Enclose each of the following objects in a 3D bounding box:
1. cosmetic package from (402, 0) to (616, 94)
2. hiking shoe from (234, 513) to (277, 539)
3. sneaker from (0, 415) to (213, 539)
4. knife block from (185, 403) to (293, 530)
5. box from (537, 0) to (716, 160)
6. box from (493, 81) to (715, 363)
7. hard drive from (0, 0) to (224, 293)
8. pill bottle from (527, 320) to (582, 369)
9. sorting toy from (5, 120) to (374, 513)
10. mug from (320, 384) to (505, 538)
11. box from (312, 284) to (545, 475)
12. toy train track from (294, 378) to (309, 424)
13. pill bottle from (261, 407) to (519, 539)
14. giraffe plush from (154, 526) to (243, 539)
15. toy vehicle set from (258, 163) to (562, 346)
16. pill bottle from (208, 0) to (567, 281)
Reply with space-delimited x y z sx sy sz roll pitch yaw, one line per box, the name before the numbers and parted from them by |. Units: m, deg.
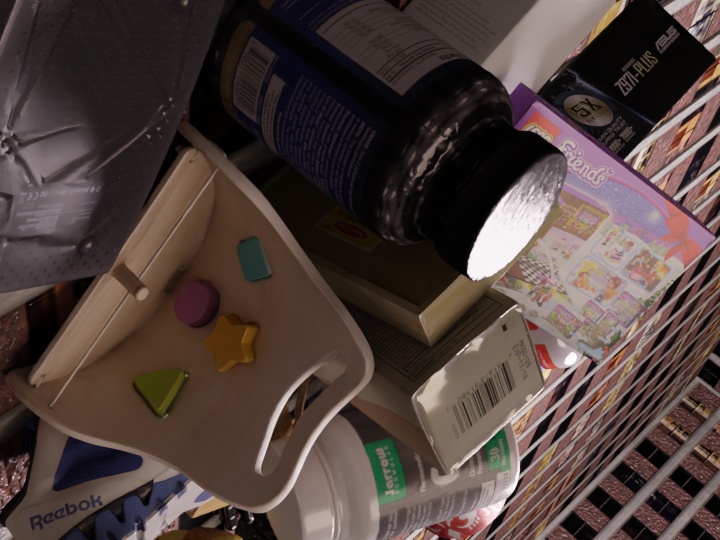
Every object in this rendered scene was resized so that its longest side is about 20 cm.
cosmetic package | 0.094 -0.173 0.794 0.200 0.081 0.113 -49 157 -5
hiking shoe | -0.057 0.227 1.155 0.200 0.076 0.101 -40 172 -18
sneaker | -0.163 0.125 0.735 0.199 0.115 0.081 -38 161 -33
knife block | -0.093 0.142 0.949 0.175 0.064 0.200 -8 133 -58
box | 0.187 -0.120 0.943 0.164 0.086 0.200 -45 177 -23
box | 0.151 -0.030 0.813 0.200 0.039 0.137 31 109 -26
hard drive | -0.148 -0.079 0.541 0.135 0.042 0.200 -14 138 -55
pill bottle | 0.094 0.039 0.963 0.112 0.199 0.113 -8 90 -66
sorting toy | -0.085 0.047 0.669 0.200 0.180 0.107 -53 157 9
mug | 0.074 0.159 1.101 0.178 0.133 0.200 -56 131 -24
box | 0.015 0.037 0.714 0.095 0.200 0.078 -38 129 -17
toy train track | -0.056 0.075 0.899 0.200 0.032 0.115 109 -8 -83
pill bottle | 0.023 0.166 0.910 0.199 0.113 0.113 -13 142 -24
giraffe plush | -0.200 0.298 0.907 0.162 0.200 0.173 28 115 -34
toy vehicle set | 0.016 -0.036 0.708 0.124 0.200 0.027 -42 132 -20
pill bottle | 0.015 -0.086 0.623 0.112 0.200 0.112 -40 155 -23
